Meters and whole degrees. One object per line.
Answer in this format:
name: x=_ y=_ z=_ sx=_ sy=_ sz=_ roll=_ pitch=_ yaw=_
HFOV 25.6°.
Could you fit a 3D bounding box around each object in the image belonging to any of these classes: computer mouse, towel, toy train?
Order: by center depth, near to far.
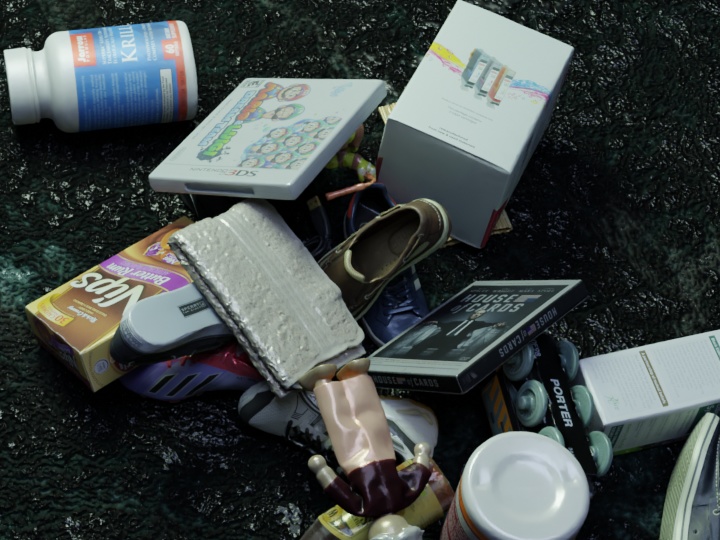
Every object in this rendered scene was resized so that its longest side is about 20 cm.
towel: x=-0.087 y=0.023 z=1.544 sx=0.200 sy=0.034 sz=0.133 roll=52 pitch=41 yaw=8
toy train: x=0.173 y=0.151 z=1.560 sx=0.085 sy=0.114 sz=0.200 roll=7 pitch=51 yaw=-31
computer mouse: x=-0.113 y=-0.073 z=1.712 sx=0.140 sy=0.046 sz=0.200 roll=-18 pitch=61 yaw=-17

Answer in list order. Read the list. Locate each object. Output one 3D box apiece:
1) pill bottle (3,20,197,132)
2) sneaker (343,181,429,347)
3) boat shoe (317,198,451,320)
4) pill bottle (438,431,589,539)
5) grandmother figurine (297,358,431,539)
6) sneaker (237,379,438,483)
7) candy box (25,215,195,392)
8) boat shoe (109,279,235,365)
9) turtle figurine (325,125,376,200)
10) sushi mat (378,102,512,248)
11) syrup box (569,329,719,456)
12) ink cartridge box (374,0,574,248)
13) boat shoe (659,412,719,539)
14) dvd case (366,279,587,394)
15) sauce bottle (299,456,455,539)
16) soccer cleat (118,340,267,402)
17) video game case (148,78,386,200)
pill bottle: x=-0.285 y=-0.210 z=1.742 sx=0.200 sy=0.112 sz=0.112 roll=-8 pitch=58 yaw=-13
sneaker: x=0.027 y=-0.005 z=1.662 sx=0.075 sy=0.085 sz=0.200 roll=-12 pitch=59 yaw=-15
boat shoe: x=-0.004 y=-0.005 z=1.603 sx=0.202 sy=0.075 sz=0.075 roll=-42 pitch=75 yaw=16
pill bottle: x=0.133 y=0.240 z=1.444 sx=0.114 sy=0.200 sz=0.114 roll=4 pitch=56 yaw=-6
grandmother figurine: x=0.011 y=0.182 z=1.450 sx=0.121 sy=0.061 sz=0.200 roll=-11 pitch=68 yaw=-15
sneaker: x=-0.024 y=0.161 z=1.551 sx=0.200 sy=0.076 sz=0.088 roll=9 pitch=56 yaw=-1
candy box: x=-0.220 y=0.031 z=1.601 sx=0.200 sy=0.056 sz=0.117 roll=-33 pitch=41 yaw=-24
boat shoe: x=-0.160 y=0.052 z=1.538 sx=0.200 sy=0.066 sz=0.070 roll=-20 pitch=72 yaw=-48
turtle figurine: x=-0.066 y=-0.136 z=1.713 sx=0.200 sy=0.064 sz=0.161 roll=6 pitch=23 yaw=14
sushi mat: x=0.094 y=-0.116 z=1.787 sx=0.096 sy=0.012 sz=0.200 roll=-12 pitch=59 yaw=-15
syrup box: x=0.317 y=0.124 z=1.618 sx=0.200 sy=0.079 sz=0.081 roll=-10 pitch=58 yaw=-14
ink cartridge box: x=0.121 y=-0.161 z=1.725 sx=0.145 sy=0.145 sz=0.200 roll=25 pitch=56 yaw=8
boat shoe: x=0.333 y=0.236 z=1.547 sx=0.062 sy=0.075 sz=0.200 roll=15 pitch=66 yaw=-1
dvd case: x=0.109 y=0.062 z=1.569 sx=0.200 sy=0.150 sz=0.025 roll=-34 pitch=111 yaw=-37
sauce bottle: x=-0.006 y=0.247 z=1.487 sx=0.200 sy=0.066 sz=0.066 roll=-32 pitch=65 yaw=-10
soccer cleat: x=-0.141 y=0.092 z=1.581 sx=0.200 sy=0.076 sz=0.067 roll=4 pitch=56 yaw=-5
video game case: x=-0.095 y=-0.141 z=1.651 sx=0.182 sy=0.024 sz=0.200 roll=5 pitch=39 yaw=33
